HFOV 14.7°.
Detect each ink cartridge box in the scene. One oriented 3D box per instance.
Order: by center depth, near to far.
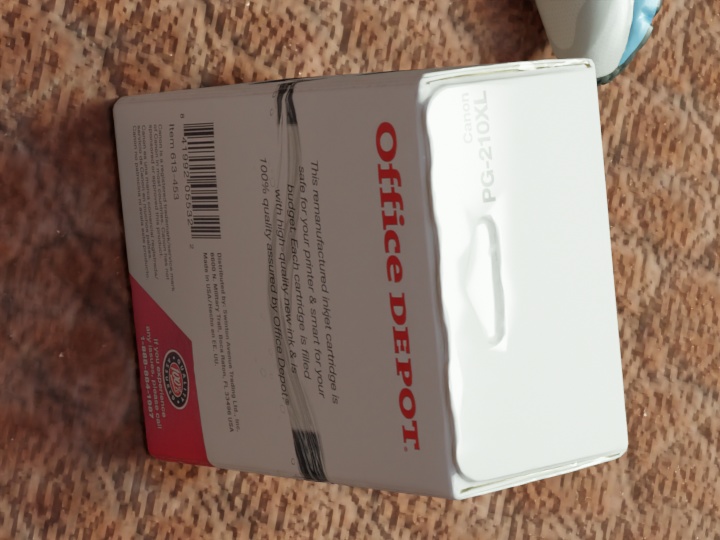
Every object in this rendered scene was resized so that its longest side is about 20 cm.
[{"bbox_3d":[0.000,0.000,1.027,0.084,0.200,0.145,-9,96,-36],"label":"ink cartridge box"}]

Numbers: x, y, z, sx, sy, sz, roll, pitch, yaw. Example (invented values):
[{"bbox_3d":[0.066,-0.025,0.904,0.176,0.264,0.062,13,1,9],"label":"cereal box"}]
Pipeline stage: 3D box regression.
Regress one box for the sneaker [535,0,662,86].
[{"bbox_3d":[0.071,-0.174,1.166,0.087,0.075,0.200,-5,86,-29],"label":"sneaker"}]
